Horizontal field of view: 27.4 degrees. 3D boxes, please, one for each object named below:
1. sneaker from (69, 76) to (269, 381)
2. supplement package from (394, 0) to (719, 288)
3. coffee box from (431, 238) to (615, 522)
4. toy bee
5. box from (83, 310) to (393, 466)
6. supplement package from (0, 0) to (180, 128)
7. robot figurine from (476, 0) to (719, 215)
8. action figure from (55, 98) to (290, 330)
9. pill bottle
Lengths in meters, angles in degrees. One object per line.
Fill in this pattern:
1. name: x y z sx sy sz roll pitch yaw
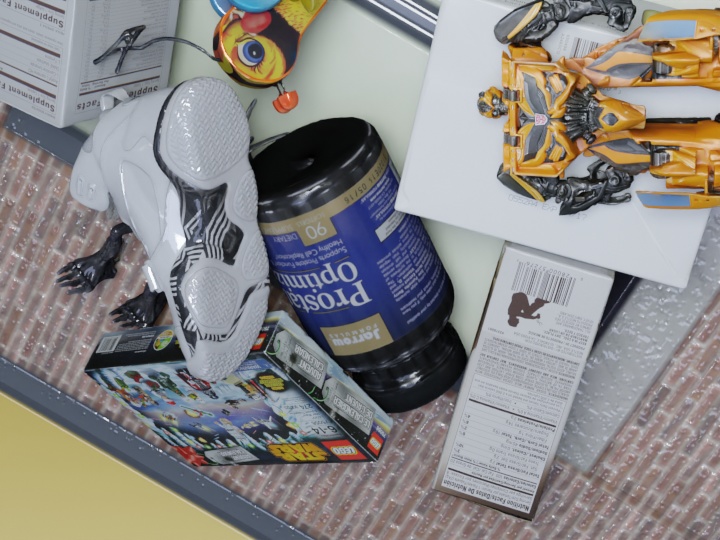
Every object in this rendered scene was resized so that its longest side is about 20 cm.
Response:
1. sneaker: -0.127 -0.029 0.984 0.115 0.075 0.201 7 107 38
2. supplement package: 0.142 -0.102 0.985 0.199 0.111 0.156 15 115 5
3. coffee box: 0.120 0.061 1.058 0.080 0.113 0.201 17 116 6
4. toy bee: -0.063 -0.166 0.998 0.200 0.131 0.109 -38 99 10
5. box: -0.092 0.093 1.094 0.200 0.040 0.137 -9 137 42
6. supplement package: -0.194 -0.215 1.001 0.109 0.114 0.201 25 117 26
7. robot figurine: 0.168 -0.099 0.887 0.199 0.058 0.146 1 112 12
8. action figure: -0.134 -0.035 1.085 0.119 0.102 0.200 41 118 -4
9. pill bottle: 0.000 0.000 1.053 0.112 0.112 0.200 -18 118 19
